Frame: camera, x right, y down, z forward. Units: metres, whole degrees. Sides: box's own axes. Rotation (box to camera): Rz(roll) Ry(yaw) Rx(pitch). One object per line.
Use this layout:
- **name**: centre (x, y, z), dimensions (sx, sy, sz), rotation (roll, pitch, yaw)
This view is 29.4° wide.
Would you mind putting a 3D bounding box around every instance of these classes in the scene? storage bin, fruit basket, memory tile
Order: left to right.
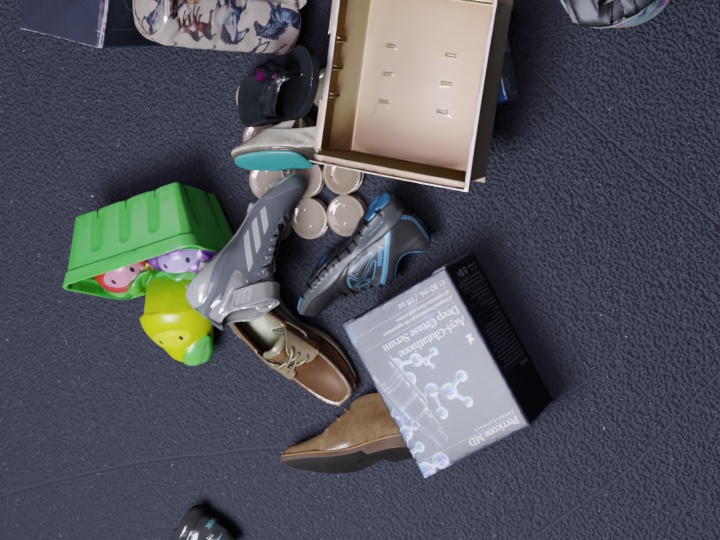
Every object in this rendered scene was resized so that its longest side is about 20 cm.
- **fruit basket**: centre (-0.245, 0.016, 1.690), dimensions (0.213, 0.155, 0.219), rotation (-4, 80, 27)
- **memory tile**: centre (-0.069, -0.137, 1.648), dimensions (0.151, 0.017, 0.203), rotation (-5, 97, 24)
- **storage bin**: centre (0.050, -0.205, 1.469), dimensions (0.196, 0.094, 0.203), rotation (12, 102, 19)

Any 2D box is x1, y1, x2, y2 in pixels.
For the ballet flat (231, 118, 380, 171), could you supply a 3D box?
- **ballet flat**: centre (-0.055, -0.153, 1.607), dimensions (0.197, 0.067, 0.063), rotation (0, 71, 19)

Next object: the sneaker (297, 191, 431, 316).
- **sneaker**: centre (0.000, 0.000, 1.612), dimensions (0.082, 0.074, 0.200), rotation (37, 125, -13)

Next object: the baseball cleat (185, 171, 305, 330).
- **baseball cleat**: centre (-0.113, -0.016, 1.611), dimensions (0.106, 0.070, 0.200), rotation (38, 84, 18)

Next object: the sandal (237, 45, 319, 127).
- **sandal**: centre (-0.103, -0.201, 1.557), dimensions (0.200, 0.047, 0.076), rotation (-17, 79, 60)

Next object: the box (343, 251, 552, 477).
- **box**: centre (0.100, 0.107, 1.570), dimensions (0.148, 0.107, 0.202), rotation (-30, 88, 24)

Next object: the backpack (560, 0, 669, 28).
- **backpack**: centre (0.258, -0.351, 1.411), dimensions (0.165, 0.126, 0.203), rotation (-11, 96, 36)

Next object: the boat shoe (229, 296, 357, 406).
- **boat shoe**: centre (-0.093, 0.092, 1.656), dimensions (0.200, 0.074, 0.076), rotation (41, 113, -2)

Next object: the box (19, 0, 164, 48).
- **box**: centre (-0.280, -0.367, 1.596), dimensions (0.123, 0.200, 0.199), rotation (14, 104, 22)

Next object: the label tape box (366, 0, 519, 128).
- **label tape box**: centre (0.086, -0.273, 1.532), dimensions (0.142, 0.066, 0.203), rotation (-11, 92, 24)

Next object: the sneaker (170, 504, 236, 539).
- **sneaker**: centre (-0.222, 0.406, 1.779), dimensions (0.079, 0.075, 0.202), rotation (26, 109, 14)

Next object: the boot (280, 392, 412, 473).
- **boot**: centre (-0.012, 0.200, 1.668), dimensions (0.198, 0.073, 0.076), rotation (-17, 64, 31)

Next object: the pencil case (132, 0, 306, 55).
- **pencil case**: centre (-0.162, -0.295, 1.562), dimensions (0.078, 0.198, 0.090), rotation (60, 134, 34)
